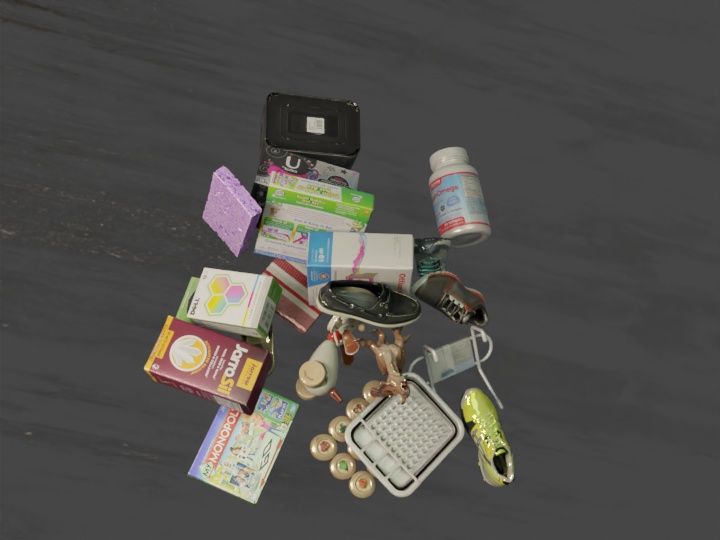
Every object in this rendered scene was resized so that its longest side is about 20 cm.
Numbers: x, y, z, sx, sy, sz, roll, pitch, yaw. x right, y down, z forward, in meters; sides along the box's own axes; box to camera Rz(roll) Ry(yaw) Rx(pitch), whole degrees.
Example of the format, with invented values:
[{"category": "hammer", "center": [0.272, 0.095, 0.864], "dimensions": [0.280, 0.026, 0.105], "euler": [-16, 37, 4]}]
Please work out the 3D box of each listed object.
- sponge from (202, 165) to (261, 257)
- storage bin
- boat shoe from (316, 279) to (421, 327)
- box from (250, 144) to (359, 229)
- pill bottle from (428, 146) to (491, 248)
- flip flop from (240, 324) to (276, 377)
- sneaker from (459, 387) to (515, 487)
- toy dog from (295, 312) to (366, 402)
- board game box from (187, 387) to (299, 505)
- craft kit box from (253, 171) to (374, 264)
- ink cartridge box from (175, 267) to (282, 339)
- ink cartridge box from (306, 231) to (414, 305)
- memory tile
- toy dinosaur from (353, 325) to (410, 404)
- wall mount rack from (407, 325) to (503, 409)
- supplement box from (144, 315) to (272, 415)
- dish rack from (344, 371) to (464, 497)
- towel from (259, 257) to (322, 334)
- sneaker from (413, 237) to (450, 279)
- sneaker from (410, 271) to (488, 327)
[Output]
[{"category": "sponge", "center": [-0.247, -0.109, 1.571], "dimensions": [0.030, 0.200, 0.112], "euler": [-38, 84, -25]}, {"category": "storage bin", "center": [-0.107, -0.286, 1.732], "dimensions": [0.200, 0.094, 0.135], "euler": [4, 69, -12]}, {"category": "boat shoe", "center": [0.022, 0.051, 1.508], "dimensions": [0.199, 0.066, 0.075], "euler": [12, 50, -8]}, {"category": "box", "center": [-0.116, -0.146, 1.644], "dimensions": [0.200, 0.132, 0.115], "euler": [15, 49, -9]}, {"category": "pill bottle", "center": [0.206, -0.156, 1.754], "dimensions": [0.109, 0.109, 0.200], "euler": [-5, 71, -16]}, {"category": "flip flop", "center": [-0.207, 0.107, 1.571], "dimensions": [0.081, 0.058, 0.200], "euler": [-11, 76, -1]}, {"category": "sneaker", "center": [0.254, 0.320, 1.588], "dimensions": [0.075, 0.076, 0.200], "euler": [-21, 89, -19]}, {"category": "toy dog", "center": [-0.041, 0.171, 1.565], "dimensions": [0.096, 0.132, 0.200], "euler": [32, 87, 7]}, {"category": "board game box", "center": [-0.213, 0.311, 1.516], "dimensions": [0.134, 0.029, 0.200], "euler": [25, 66, -5]}, {"category": "craft kit box", "center": [-0.093, -0.088, 1.585], "dimensions": [0.200, 0.198, 0.049], "euler": [13, 52, -8]}, {"category": "ink cartridge box", "center": [-0.257, 0.057, 1.537], "dimensions": [0.200, 0.059, 0.104], "euler": [8, 67, 19]}, {"category": "ink cartridge box", "center": [0.000, 0.000, 1.574], "dimensions": [0.200, 0.145, 0.085], "euler": [1, 57, -1]}, {"category": "memory tile", "center": [0.017, 0.321, 1.578], "dimensions": [0.153, 0.017, 0.200], "euler": [44, 66, 4]}, {"category": "toy dinosaur", "center": [0.058, 0.176, 1.556], "dimensions": [0.086, 0.200, 0.136], "euler": [-16, 91, 14]}, {"category": "wall mount rack", "center": [0.201, 0.212, 1.639], "dimensions": [0.200, 0.075, 0.174], "euler": [-20, 108, -19]}, {"category": "supplement box", "center": [-0.273, 0.173, 1.498], "dimensions": [0.200, 0.086, 0.110], "euler": [18, 70, 6]}, {"category": "dish rack", "center": [0.082, 0.312, 1.565], "dimensions": [0.200, 0.044, 0.172], "euler": [-41, 83, -24]}, {"category": "towel", "center": [-0.110, 0.014, 1.658], "dimensions": [0.144, 0.023, 0.200], "euler": [38, 64, 4]}, {"category": "sneaker", "center": [0.145, -0.016, 1.645], "dimensions": [0.078, 0.200, 0.086], "euler": [-1, 81, 11]}, {"category": "sneaker", "center": [0.189, 0.063, 1.641], "dimensions": [0.200, 0.077, 0.082], "euler": [18, 33, -36]}]
